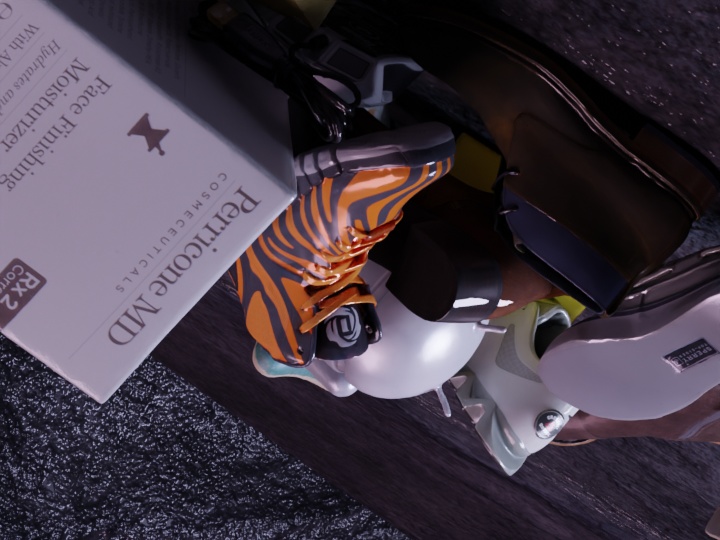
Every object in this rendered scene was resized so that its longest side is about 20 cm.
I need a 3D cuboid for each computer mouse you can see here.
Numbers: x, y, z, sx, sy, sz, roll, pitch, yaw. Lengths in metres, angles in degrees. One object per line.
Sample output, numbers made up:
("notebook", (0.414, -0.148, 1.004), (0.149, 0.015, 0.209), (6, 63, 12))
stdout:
("computer mouse", (-0.017, -0.111, 1.548), (0.110, 0.044, 0.200), (32, -164, 16))

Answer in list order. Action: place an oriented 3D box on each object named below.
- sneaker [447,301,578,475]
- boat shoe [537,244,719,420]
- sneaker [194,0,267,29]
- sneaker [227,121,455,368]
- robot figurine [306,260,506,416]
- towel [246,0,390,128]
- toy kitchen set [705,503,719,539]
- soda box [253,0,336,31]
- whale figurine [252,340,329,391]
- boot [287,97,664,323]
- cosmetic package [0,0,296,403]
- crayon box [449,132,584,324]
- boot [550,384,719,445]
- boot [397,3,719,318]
("sneaker", (0.090, 0.043, 1.805), (0.074, 0.088, 0.200), (51, -175, -42))
("boat shoe", (0.179, 0.026, 1.584), (0.072, 0.066, 0.200), (40, 144, -13))
("sneaker", (-0.143, -0.162, 1.612), (0.201, 0.115, 0.076), (52, 144, -6))
("sneaker", (-0.003, -0.011, 1.531), (0.200, 0.077, 0.112), (-20, 86, 56))
("robot figurine", (0.000, 0.000, 1.735), (0.200, 0.113, 0.170), (41, 131, 19))
("towel", (-0.081, -0.157, 1.742), (0.200, 0.048, 0.171), (29, 169, 24))
("toy kitchen set", (0.306, 0.129, 1.554), (0.200, 0.163, 0.180), (22, 164, 49))
("soda box", (-0.093, -0.205, 1.500), (0.200, 0.068, 0.064), (28, 169, 25))
("whale figurine", (-0.030, -0.022, 1.846), (0.159, 0.200, 0.104), (18, 143, -29))
("boot", (0.069, -0.044, 1.640), (0.200, 0.069, 0.188), (-5, -143, -46))
("cosmetic package", (-0.160, -0.074, 1.499), (0.200, 0.165, 0.165), (37, -161, -19))
("crayon box", (0.099, -0.022, 1.800), (0.127, 0.051, 0.200), (33, 170, 2))
("boot", (0.182, 0.068, 1.807), (0.200, 0.072, 0.166), (8, 165, -7))
("boot", (0.087, -0.061, 1.531), (0.200, 0.097, 0.075), (32, 170, 6))
